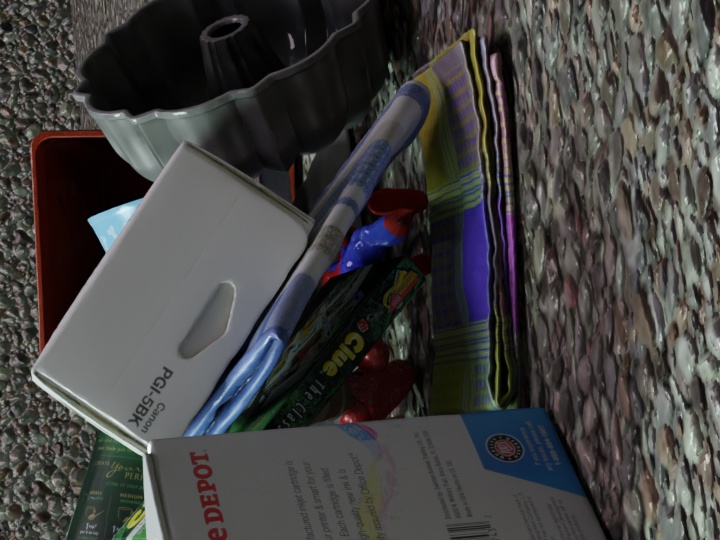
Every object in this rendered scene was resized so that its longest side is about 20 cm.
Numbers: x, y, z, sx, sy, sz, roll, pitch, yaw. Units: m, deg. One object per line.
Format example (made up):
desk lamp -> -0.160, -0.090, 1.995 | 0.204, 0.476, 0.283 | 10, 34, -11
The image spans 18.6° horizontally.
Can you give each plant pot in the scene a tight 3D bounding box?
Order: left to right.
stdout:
plant pot -> -0.149, -0.023, 1.750 | 0.176, 0.198, 0.201 | -96, 5, -80

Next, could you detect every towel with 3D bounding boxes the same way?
towel -> -0.028, 0.001, 1.155 | 0.147, 0.024, 0.200 | -52, 7, 50
towel -> 0.054, -0.020, 1.163 | 0.144, 0.023, 0.201 | 170, 96, -77

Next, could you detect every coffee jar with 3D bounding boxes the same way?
coffee jar -> -0.129, 0.116, 1.470 | 0.085, 0.104, 0.201 | 40, -121, -65

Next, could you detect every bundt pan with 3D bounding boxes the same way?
bundt pan -> -0.070, -0.116, 1.344 | 0.202, 0.201, 0.076 | -117, 4, -61

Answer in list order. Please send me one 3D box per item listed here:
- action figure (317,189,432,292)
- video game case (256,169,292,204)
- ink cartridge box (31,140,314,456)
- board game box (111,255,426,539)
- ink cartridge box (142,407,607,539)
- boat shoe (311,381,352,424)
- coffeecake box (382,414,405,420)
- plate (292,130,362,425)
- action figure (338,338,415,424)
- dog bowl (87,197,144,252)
action figure -> 0.000, 0.000, 1.334 | 0.200, 0.051, 0.066 | 127, 134, -74
video game case -> -0.054, 0.008, 1.472 | 0.182, 0.023, 0.201 | 109, 157, -80
ink cartridge box -> -0.106, 0.020, 1.180 | 0.147, 0.083, 0.200 | -57, 5, -8
board game box -> -0.050, 0.076, 1.182 | 0.023, 0.200, 0.105 | 45, 159, -15
ink cartridge box -> 0.005, 0.143, 1.009 | 0.145, 0.199, 0.085 | -111, 22, -55
boat shoe -> -0.073, 0.053, 1.361 | 0.200, 0.063, 0.074 | 26, 113, 62
coffeecake box -> -0.016, 0.151, 1.202 | 0.200, 0.153, 0.074 | -148, 43, -75
plate -> -0.027, 0.026, 1.531 | 0.200, 0.032, 0.201 | 116, 150, -66
action figure -> -0.003, 0.104, 1.365 | 0.052, 0.065, 0.200 | 40, 147, 19
dog bowl -> -0.116, -0.024, 1.436 | 0.200, 0.111, 0.050 | 146, 107, -85
